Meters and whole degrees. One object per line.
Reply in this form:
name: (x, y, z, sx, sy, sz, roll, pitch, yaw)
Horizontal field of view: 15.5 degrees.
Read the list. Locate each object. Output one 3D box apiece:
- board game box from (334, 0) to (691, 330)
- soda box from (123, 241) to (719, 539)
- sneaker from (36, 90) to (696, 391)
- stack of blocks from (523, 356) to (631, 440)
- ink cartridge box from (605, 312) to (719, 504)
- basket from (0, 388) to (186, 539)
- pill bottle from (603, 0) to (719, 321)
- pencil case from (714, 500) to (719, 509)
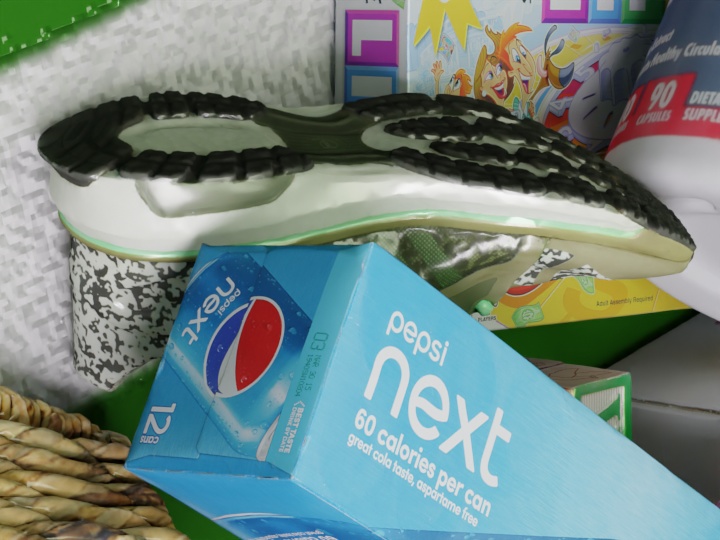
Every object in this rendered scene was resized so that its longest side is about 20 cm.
board game box: (0.072, -0.052, 0.880, 0.199, 0.034, 0.136, -5, 98, -45)
soda box: (0.029, 0.066, 0.739, 0.200, 0.064, 0.068, 37, 64, -42)
sneaker: (0.000, 0.000, 0.772, 0.198, 0.077, 0.089, 2, 116, -18)
stack of blocks: (0.050, 0.132, 0.860, 0.115, 0.058, 0.202, -11, 102, -44)
ink cartridge box: (0.175, 0.078, 0.962, 0.199, 0.084, 0.146, -26, 112, -39)
basket: (-0.133, 0.117, 0.662, 0.199, 0.149, 0.143, 17, 116, -45)
pill bottle: (0.163, -0.086, 0.859, 0.119, 0.119, 0.201, 40, 66, -40)
pencil case: (0.186, 0.111, 0.859, 0.199, 0.087, 0.088, 9, 88, -44)
